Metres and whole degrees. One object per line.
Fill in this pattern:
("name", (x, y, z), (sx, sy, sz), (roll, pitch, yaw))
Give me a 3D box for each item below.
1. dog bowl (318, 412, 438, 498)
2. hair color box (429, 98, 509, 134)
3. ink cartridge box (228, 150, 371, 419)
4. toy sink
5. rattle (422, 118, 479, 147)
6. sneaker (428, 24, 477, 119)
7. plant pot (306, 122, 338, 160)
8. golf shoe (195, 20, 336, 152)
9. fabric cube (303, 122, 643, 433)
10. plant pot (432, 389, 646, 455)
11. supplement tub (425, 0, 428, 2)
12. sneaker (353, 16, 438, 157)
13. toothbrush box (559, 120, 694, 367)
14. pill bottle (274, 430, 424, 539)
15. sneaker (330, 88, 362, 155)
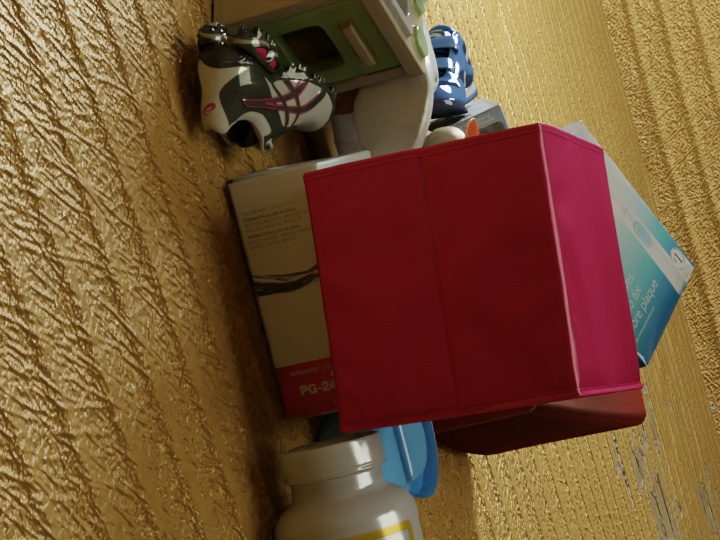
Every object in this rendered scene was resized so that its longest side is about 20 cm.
("dog bowl", (0.016, 0.159, 1.542), (0.200, 0.049, 0.112), (-24, 100, -71))
("hair color box", (0.102, -0.131, 1.830), (0.200, 0.098, 0.061), (-94, 161, -83))
("ink cartridge box", (-0.026, 0.007, 1.464), (0.145, 0.083, 0.201), (-25, 102, -70))
("toy sink", (-0.009, -0.233, 1.502), (0.130, 0.199, 0.113), (52, 30, -53))
("rattle", (0.106, -0.083, 1.613), (0.142, 0.200, 0.131), (8, 59, -26))
("sneaker", (0.073, -0.198, 1.791), (0.200, 0.073, 0.083), (-66, 148, -72))
("plant pot", (-0.014, -0.132, 1.694), (0.200, 0.027, 0.201), (-13, 90, -73))
("golf shoe", (-0.084, -0.136, 1.445), (0.200, 0.077, 0.089), (25, 74, -65))
("fabric cube", (0.090, 0.011, 1.368), (0.196, 0.199, 0.201), (3, 78, -69))
("plant pot", (0.146, 0.083, 1.785), (0.176, 0.199, 0.201), (-3, 79, -57))
("supplement tub", (0.002, -0.348, 1.638), (0.200, 0.132, 0.132), (42, 33, -23))
("sneaker", (0.043, -0.166, 1.575), (0.089, 0.075, 0.201), (47, 37, -53))
("toothbrush box", (0.214, -0.018, 1.698), (0.200, 0.085, 0.147), (49, 50, -18))
("pill bottle", (-0.002, 0.229, 1.336), (0.112, 0.111, 0.201), (-7, 84, -72))
("sneaker", (0.015, -0.183, 1.656), (0.200, 0.072, 0.085), (-65, 141, -60))
